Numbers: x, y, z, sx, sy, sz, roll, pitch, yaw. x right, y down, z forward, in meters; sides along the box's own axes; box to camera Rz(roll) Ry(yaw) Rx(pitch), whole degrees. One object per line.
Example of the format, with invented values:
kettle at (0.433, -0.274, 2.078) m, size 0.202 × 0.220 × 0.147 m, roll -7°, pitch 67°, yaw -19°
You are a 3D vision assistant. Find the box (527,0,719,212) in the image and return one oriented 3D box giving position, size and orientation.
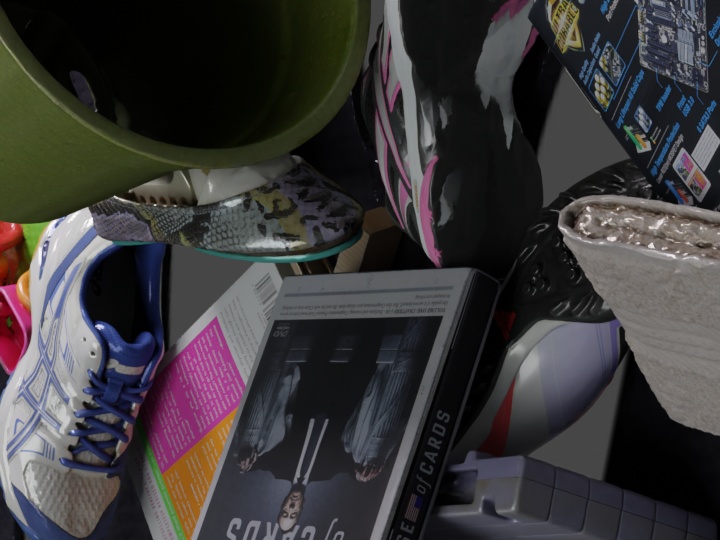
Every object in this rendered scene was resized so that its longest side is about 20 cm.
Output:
box at (0.143, -0.096, 0.889) m, size 0.159 × 0.046 × 0.200 m, roll 55°, pitch 160°, yaw 17°

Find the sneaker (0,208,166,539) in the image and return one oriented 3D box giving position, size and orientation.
sneaker at (-0.151, 0.061, 1.277) m, size 0.088 × 0.075 × 0.200 m, roll 1°, pitch 87°, yaw 58°

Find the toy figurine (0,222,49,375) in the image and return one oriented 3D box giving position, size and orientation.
toy figurine at (-0.272, 0.013, 1.355) m, size 0.200 × 0.184 × 0.150 m, roll 51°, pitch 137°, yaw 22°

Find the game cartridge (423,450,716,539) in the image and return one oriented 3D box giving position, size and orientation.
game cartridge at (0.053, 0.117, 1.075) m, size 0.200 × 0.130 × 0.038 m, roll -11°, pitch 69°, yaw 50°

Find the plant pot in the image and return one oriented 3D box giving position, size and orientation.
plant pot at (-0.127, -0.108, 1.072) m, size 0.190 × 0.200 × 0.200 m, roll -32°, pitch 80°, yaw 53°

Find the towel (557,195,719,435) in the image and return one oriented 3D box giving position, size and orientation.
towel at (0.180, 0.034, 0.909) m, size 0.200 × 0.034 × 0.133 m, roll 12°, pitch 145°, yaw 43°

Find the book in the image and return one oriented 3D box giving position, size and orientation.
book at (-0.061, 0.088, 1.254) m, size 0.200 × 0.048 × 0.134 m, roll -42°, pitch 69°, yaw 48°

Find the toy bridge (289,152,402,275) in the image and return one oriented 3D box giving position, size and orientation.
toy bridge at (0.000, 0.000, 1.160) m, size 0.200 × 0.027 × 0.067 m, roll 42°, pitch 133°, yaw 31°

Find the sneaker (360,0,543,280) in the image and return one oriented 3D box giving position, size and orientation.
sneaker at (0.030, -0.097, 1.052) m, size 0.086 × 0.080 × 0.200 m, roll 25°, pitch 117°, yaw 57°

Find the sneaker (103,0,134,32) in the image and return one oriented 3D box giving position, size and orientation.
sneaker at (-0.092, -0.187, 1.157) m, size 0.200 × 0.075 × 0.115 m, roll -3°, pitch 104°, yaw 54°

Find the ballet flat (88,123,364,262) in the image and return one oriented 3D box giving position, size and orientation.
ballet flat at (-0.079, -0.043, 1.153) m, size 0.200 × 0.072 × 0.072 m, roll 5°, pitch 109°, yaw 50°

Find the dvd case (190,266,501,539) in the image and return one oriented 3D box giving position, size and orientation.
dvd case at (-0.018, 0.095, 1.047) m, size 0.150 × 0.025 × 0.200 m, roll -3°, pitch 63°, yaw 54°

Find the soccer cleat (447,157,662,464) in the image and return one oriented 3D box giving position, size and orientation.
soccer cleat at (0.097, 0.023, 1.041) m, size 0.200 × 0.073 × 0.068 m, roll -47°, pitch 47°, yaw 29°
